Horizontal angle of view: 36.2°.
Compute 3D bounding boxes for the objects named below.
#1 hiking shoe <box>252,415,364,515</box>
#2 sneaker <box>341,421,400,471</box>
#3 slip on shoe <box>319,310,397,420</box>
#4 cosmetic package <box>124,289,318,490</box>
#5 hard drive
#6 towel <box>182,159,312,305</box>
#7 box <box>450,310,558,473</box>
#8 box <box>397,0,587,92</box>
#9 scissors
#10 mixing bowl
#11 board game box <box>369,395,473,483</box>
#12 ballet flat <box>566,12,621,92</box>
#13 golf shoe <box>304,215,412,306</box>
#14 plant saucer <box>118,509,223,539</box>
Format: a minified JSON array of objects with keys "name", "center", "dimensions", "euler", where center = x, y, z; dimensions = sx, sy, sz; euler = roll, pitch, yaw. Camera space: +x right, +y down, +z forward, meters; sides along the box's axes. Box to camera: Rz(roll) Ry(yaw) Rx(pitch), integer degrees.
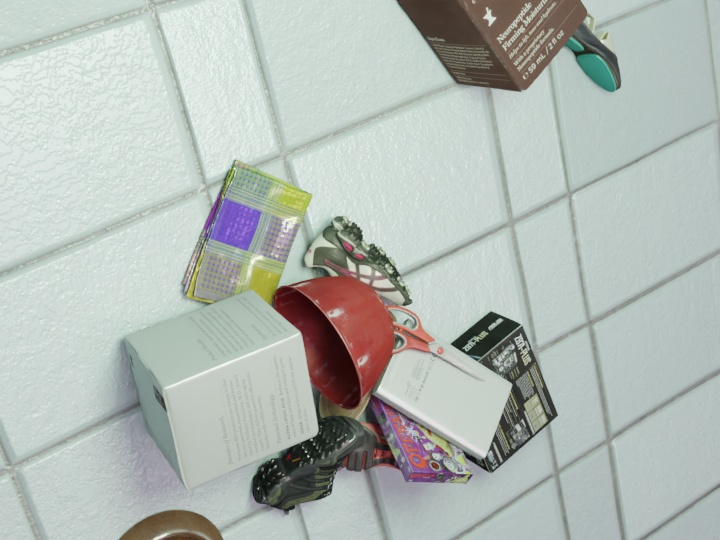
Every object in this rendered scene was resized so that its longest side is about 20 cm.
[{"name":"hiking shoe","center":[-0.065,0.291,1.650],"dimensions":[0.199,0.076,0.101],"euler":[-36,136,15]},{"name":"sneaker","center":[0.022,0.273,1.724],"dimensions":[0.198,0.087,0.074],"euler":[13,95,-10]},{"name":"slip on shoe","center":[-0.003,0.147,1.658],"dimensions":[0.076,0.061,0.201],"euler":[29,82,5]},{"name":"cosmetic package","center":[-0.187,0.155,1.483],"dimensions":[0.199,0.165,0.166],"euler":[-20,119,-22]},{"name":"hard drive","center":[0.127,0.180,1.678],"dimensions":[0.199,0.027,0.133],"euler":[32,62,-12]},{"name":"towel","center":[-0.156,-0.038,1.550],"dimensions":[0.143,0.023,0.202],"euler":[22,91,-34]},{"name":"box","center":[0.215,0.200,1.815],"dimensions":[0.163,0.086,0.201],"euler":[-37,120,-19]},{"name":"box","center":[0.184,-0.388,1.587],"dimensions":[0.166,0.164,0.200],"euler":[-50,123,-11]},{"name":"scissors","center":[0.112,0.109,1.661],"dimensions":[0.198,0.014,0.074],"euler":[18,81,-19]},{"name":"mixing bowl","center":[-0.022,0.084,1.565],"dimensions":[0.108,0.200,0.201],"euler":[-32,118,-24]},{"name":"board game box","center":[0.084,0.237,1.681],"dimensions":[0.119,0.201,0.032],"euler":[5,130,-32]},{"name":"ballet flat","center":[0.368,-0.368,1.772],"dimensions":[0.199,0.073,0.073],"euler":[35,83,-32]},{"name":"golf shoe","center":[0.000,0.000,1.644],"dimensions":[0.088,0.077,0.200],"euler":[-39,127,12]},{"name":"plant saucer","center":[-0.279,0.448,1.598],"dimensions":[0.199,0.034,0.202],"euler":[-10,109,-31]}]
